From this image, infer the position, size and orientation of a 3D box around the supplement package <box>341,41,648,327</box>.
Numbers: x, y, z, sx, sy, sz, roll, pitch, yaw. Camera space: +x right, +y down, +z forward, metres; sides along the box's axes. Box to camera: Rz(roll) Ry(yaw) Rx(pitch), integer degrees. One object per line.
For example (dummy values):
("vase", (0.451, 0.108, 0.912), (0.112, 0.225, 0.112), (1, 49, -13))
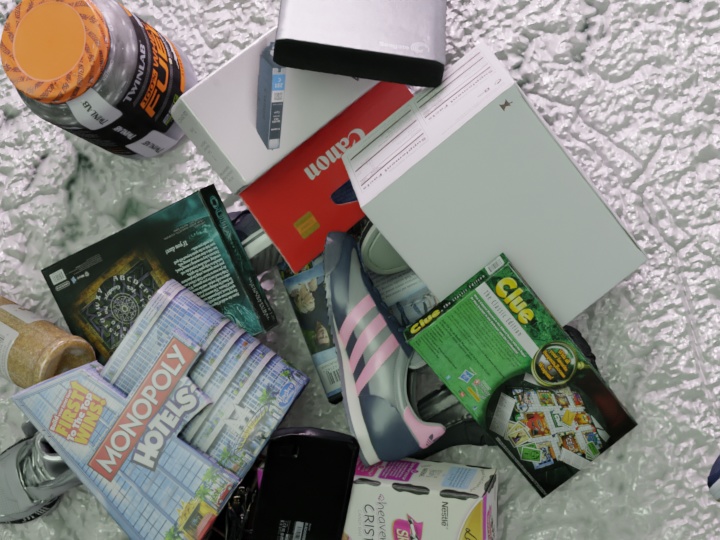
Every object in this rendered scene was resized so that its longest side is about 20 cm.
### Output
("supplement package", (0.108, -0.051, 1.249), (0.155, 0.111, 0.200), (-38, 115, 8))

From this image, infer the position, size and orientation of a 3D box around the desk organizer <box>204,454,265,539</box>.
("desk organizer", (-0.140, 0.254, 1.351), (0.071, 0.077, 0.202), (22, 89, 18))

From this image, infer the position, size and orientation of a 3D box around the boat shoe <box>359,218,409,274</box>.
("boat shoe", (0.072, -0.079, 1.338), (0.199, 0.076, 0.060), (-39, 40, -2))

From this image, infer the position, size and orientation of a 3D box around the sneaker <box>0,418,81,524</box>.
("sneaker", (-0.292, 0.174, 1.387), (0.198, 0.115, 0.076), (-25, 76, 12))

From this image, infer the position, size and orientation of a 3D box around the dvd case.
("dvd case", (0.000, 0.000, 1.376), (0.141, 0.018, 0.202), (-25, 75, 11))

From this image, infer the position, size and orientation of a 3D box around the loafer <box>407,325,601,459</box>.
("loafer", (0.111, 0.120, 1.300), (0.199, 0.068, 0.071), (-30, 68, 7))

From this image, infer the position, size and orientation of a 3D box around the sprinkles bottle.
("sprinkles bottle", (-0.330, 0.060, 1.409), (0.199, 0.068, 0.069), (24, 90, 37))

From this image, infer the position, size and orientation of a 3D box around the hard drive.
("hard drive", (0.004, -0.235, 1.287), (0.138, 0.033, 0.201), (8, 47, -4))

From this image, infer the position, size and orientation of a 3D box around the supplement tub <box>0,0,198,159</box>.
("supplement tub", (-0.234, -0.178, 1.374), (0.121, 0.200, 0.124), (-2, 82, 16))

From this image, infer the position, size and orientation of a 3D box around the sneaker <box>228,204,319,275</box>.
("sneaker", (-0.127, -0.022, 1.374), (0.199, 0.078, 0.080), (-33, 76, 21))

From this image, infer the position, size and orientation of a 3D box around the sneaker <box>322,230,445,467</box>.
("sneaker", (0.020, 0.059, 1.283), (0.081, 0.070, 0.203), (-13, 80, 9))

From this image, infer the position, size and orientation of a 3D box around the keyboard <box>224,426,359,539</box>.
("keyboard", (-0.067, 0.213, 1.272), (0.103, 0.040, 0.202), (9, 111, -9))

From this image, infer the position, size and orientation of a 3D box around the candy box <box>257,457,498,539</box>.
("candy box", (0.015, 0.229, 1.293), (0.197, 0.061, 0.138), (4, 108, 17))

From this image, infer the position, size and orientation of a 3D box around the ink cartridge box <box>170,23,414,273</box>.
("ink cartridge box", (-0.034, -0.128, 1.316), (0.200, 0.045, 0.177), (-40, 95, -22))

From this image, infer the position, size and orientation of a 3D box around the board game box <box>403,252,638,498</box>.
("board game box", (0.133, 0.089, 1.244), (0.104, 0.024, 0.200), (-36, 116, 8))

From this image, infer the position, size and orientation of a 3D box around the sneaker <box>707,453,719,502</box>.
("sneaker", (0.326, 0.085, 1.240), (0.108, 0.070, 0.200), (43, 88, 12))

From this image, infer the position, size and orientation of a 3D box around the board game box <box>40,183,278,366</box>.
("board game box", (-0.180, 0.023, 1.352), (0.199, 0.028, 0.136), (-23, 95, 31))

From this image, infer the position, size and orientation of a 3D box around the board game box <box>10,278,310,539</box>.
("board game box", (-0.179, 0.119, 1.282), (0.199, 0.062, 0.201), (34, 94, 2))
